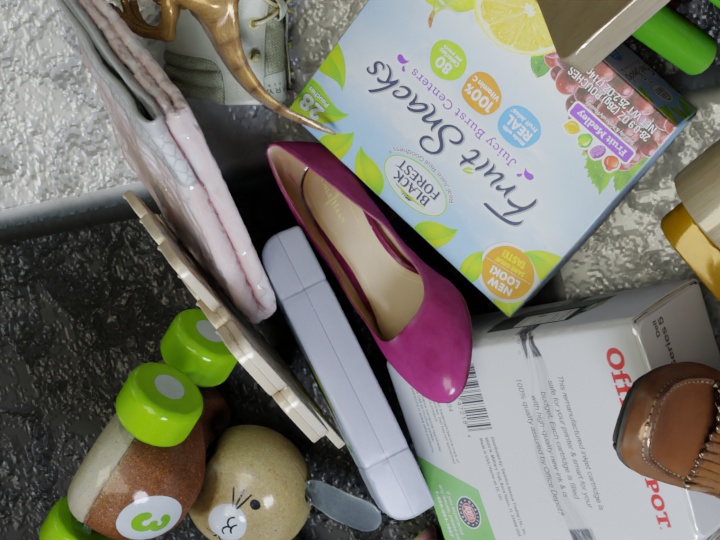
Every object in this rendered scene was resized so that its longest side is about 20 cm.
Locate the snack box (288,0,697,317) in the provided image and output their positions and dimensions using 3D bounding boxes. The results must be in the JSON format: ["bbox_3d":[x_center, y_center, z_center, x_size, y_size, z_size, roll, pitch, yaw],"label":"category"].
[{"bbox_3d":[0.081,-0.100,1.071,0.200,0.068,0.169,44,117,8],"label":"snack box"}]

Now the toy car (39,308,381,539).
[{"bbox_3d":[-0.092,0.159,1.188,0.200,0.158,0.165,33,120,-1],"label":"toy car"}]

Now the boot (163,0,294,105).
[{"bbox_3d":[-0.053,-0.186,1.105,0.199,0.072,0.155,1,105,29],"label":"boot"}]

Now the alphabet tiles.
[{"bbox_3d":[-0.085,0.035,1.118,0.015,0.200,0.196,-39,125,-1],"label":"alphabet tiles"}]

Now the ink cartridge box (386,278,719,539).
[{"bbox_3d":[0.132,0.097,1.068,0.199,0.084,0.146,-11,100,43],"label":"ink cartridge box"}]

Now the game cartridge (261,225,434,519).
[{"bbox_3d":[-0.011,0.070,1.118,0.040,0.133,0.201,-26,85,-8],"label":"game cartridge"}]

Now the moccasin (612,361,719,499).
[{"bbox_3d":[0.213,0.102,0.945,0.078,0.201,0.074,20,85,47],"label":"moccasin"}]

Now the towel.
[{"bbox_3d":[-0.131,-0.083,1.086,0.200,0.032,0.191,51,168,42],"label":"towel"}]

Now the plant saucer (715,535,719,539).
[{"bbox_3d":[0.286,0.219,1.064,0.199,0.032,0.201,11,126,15],"label":"plant saucer"}]

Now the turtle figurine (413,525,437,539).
[{"bbox_3d":[0.081,0.266,1.177,0.161,0.064,0.200,36,116,11],"label":"turtle figurine"}]

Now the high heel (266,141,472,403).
[{"bbox_3d":[0.000,0.000,1.067,0.067,0.096,0.200,-49,46,20],"label":"high heel"}]

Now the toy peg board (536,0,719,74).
[{"bbox_3d":[0.189,-0.224,0.952,0.200,0.098,0.200,-41,42,28],"label":"toy peg board"}]

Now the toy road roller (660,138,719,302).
[{"bbox_3d":[0.266,0.005,0.970,0.123,0.146,0.200,-42,86,25],"label":"toy road roller"}]

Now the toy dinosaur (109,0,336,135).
[{"bbox_3d":[-0.095,-0.168,1.060,0.106,0.060,0.201,-7,103,30],"label":"toy dinosaur"}]
